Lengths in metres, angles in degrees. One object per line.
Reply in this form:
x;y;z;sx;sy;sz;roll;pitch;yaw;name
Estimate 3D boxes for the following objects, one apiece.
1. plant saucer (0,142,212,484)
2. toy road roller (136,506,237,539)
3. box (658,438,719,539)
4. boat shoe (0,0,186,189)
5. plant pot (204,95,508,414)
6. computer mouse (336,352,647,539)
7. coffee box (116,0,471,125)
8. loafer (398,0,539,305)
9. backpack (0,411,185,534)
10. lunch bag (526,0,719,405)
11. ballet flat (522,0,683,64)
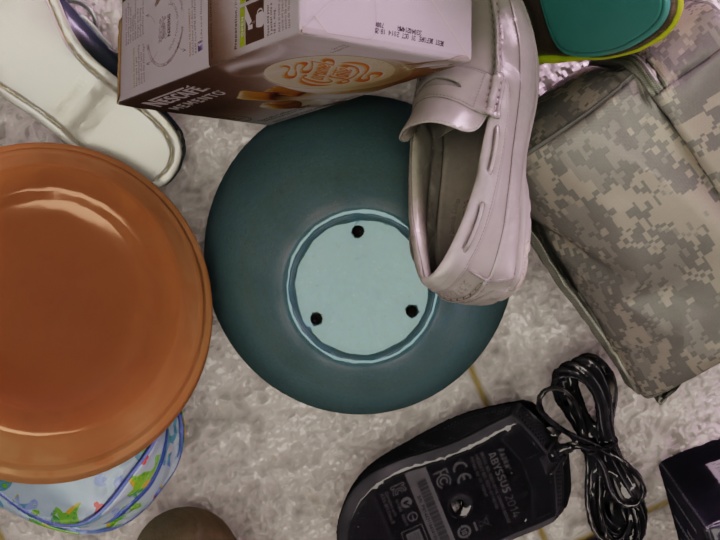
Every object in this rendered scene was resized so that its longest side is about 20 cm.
-0.181;0.019;0.993;0.198;0.037;0.202;3;74;-11;plant saucer
-0.065;0.253;1.094;0.144;0.123;0.202;-3;100;-15;toy road roller
0.269;0.214;1.073;0.103;0.148;0.202;-16;100;1;box
-0.185;-0.128;1.058;0.200;0.062;0.075;40;94;-8;boat shoe
0.000;0.000;1.043;0.198;0.135;0.202;0;99;-1;plant pot
0.077;0.139;1.110;0.198;0.053;0.140;-19;108;-5;computer mouse
-0.042;-0.141;0.968;0.114;0.199;0.081;6;81;-36;coffee box
0.057;-0.082;0.961;0.070;0.069;0.202;-13;73;40;loafer
-0.201;0.075;1.059;0.200;0.154;0.163;45;76;-19;backpack
0.180;-0.042;1.031;0.167;0.139;0.201;-37;103;-1;lunch bag
0.116;-0.152;1.008;0.067;0.199;0.067;-23;100;-42;ballet flat
